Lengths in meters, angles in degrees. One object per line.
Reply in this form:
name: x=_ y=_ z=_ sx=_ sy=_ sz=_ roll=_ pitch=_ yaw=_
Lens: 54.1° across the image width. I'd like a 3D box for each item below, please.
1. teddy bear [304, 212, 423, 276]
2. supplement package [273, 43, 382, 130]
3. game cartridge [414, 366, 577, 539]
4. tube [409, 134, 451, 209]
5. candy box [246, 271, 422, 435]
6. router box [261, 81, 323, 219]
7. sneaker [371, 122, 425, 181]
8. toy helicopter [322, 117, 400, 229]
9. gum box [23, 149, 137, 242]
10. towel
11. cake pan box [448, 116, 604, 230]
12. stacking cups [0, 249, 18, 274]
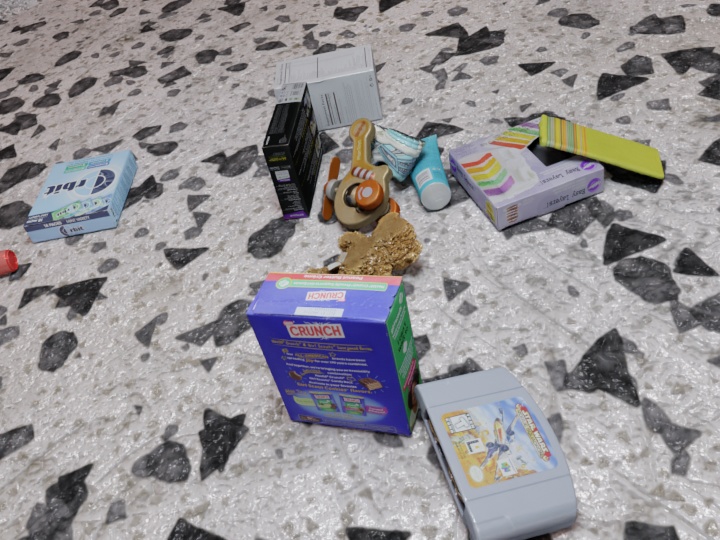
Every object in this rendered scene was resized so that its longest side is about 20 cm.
teddy bear: x=0.000 y=0.000 z=1.050 sx=0.144 sy=0.067 sz=0.200 roll=21 pitch=59 yaw=45
supplement package: x=-0.063 y=-0.359 z=1.404 sx=0.197 sy=0.110 sz=0.115 roll=-9 pitch=42 yaw=6
game cartridge: x=0.151 y=0.197 z=0.784 sx=0.131 sy=0.042 sz=0.201 roll=-13 pitch=46 yaw=-10
tube: x=0.111 y=-0.179 z=1.214 sx=0.076 sy=0.051 sz=0.201 roll=-13 pitch=38 yaw=3
candy box: x=-0.023 y=0.099 z=0.838 sx=0.166 sy=0.202 sz=0.078 roll=3 pitch=44 yaw=19
router box: x=-0.114 y=-0.212 z=1.234 sx=0.050 sy=0.150 sz=0.202 roll=-4 pitch=43 yaw=11
sneaker: x=0.034 y=-0.209 z=1.243 sx=0.077 sy=0.087 sz=0.200 roll=17 pitch=9 yaw=-27
toy helicopter: x=-0.007 y=-0.161 z=1.172 sx=0.131 sy=0.079 sz=0.203 roll=-11 pitch=63 yaw=27
gum box: x=-0.537 y=-0.148 z=1.367 sx=0.167 sy=0.045 sz=0.202 roll=-10 pitch=42 yaw=6
towel: x=0.377 y=-0.193 z=1.114 sx=0.197 sy=0.018 sz=0.087 roll=17 pitch=43 yaw=2
cake pan box: x=0.268 y=-0.164 z=1.147 sx=0.197 sy=0.053 sz=0.185 roll=-19 pitch=45 yaw=-6
stacking cups: x=-0.712 y=0.005 z=1.252 sx=0.197 sy=0.061 sz=0.061 roll=-15 pitch=42 yaw=-6
